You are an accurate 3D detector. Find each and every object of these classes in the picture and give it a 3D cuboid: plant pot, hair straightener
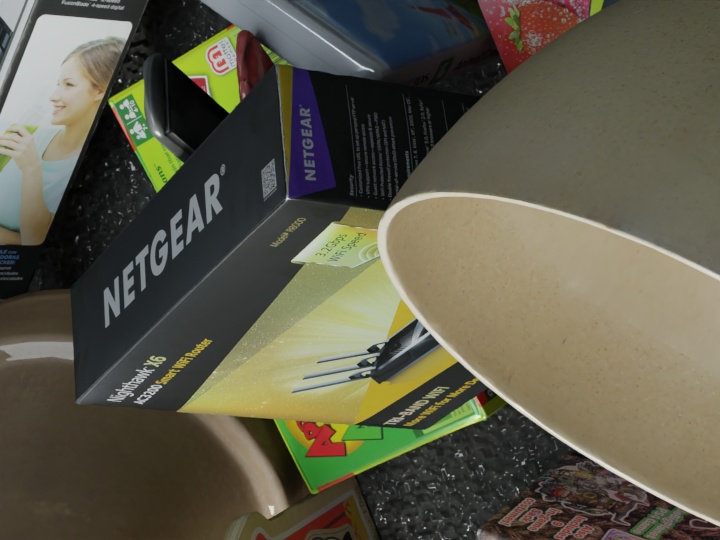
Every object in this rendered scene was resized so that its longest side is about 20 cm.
[{"bbox_3d":[0.123,-0.017,0.662,0.200,0.200,0.135,24,71,21],"label":"plant pot"},{"bbox_3d":[-0.135,0.138,0.982,0.200,0.175,0.200,6,124,8],"label":"plant pot"},{"bbox_3d":[-0.044,-0.032,0.857,0.077,0.200,0.041,-11,70,13],"label":"hair straightener"}]

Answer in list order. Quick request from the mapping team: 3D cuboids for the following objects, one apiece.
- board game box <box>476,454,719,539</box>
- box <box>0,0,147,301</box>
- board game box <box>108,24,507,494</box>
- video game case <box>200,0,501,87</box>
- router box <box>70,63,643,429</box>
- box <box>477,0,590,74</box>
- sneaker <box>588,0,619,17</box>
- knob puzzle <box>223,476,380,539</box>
[{"bbox_3d":[0.147,0.189,0.921,0.200,0.097,0.160,15,112,25],"label":"board game box"},{"bbox_3d":[-0.175,-0.087,1.013,0.117,0.060,0.200,51,125,37],"label":"box"},{"bbox_3d":[-0.019,-0.013,0.981,0.102,0.048,0.200,-27,91,33],"label":"board game box"},{"bbox_3d":[-0.032,-0.139,0.870,0.200,0.182,0.022,36,117,15],"label":"video game case"},{"bbox_3d":[0.000,0.000,0.817,0.200,0.157,0.052,-41,49,55],"label":"router box"},{"bbox_3d":[0.133,-0.058,0.854,0.100,0.095,0.200,-22,93,32],"label":"box"},{"bbox_3d":[0.162,-0.116,0.757,0.074,0.200,0.081,58,159,-6],"label":"sneaker"},{"bbox_3d":[-0.007,0.195,0.948,0.030,0.220,0.220,-19,95,27],"label":"knob puzzle"}]
